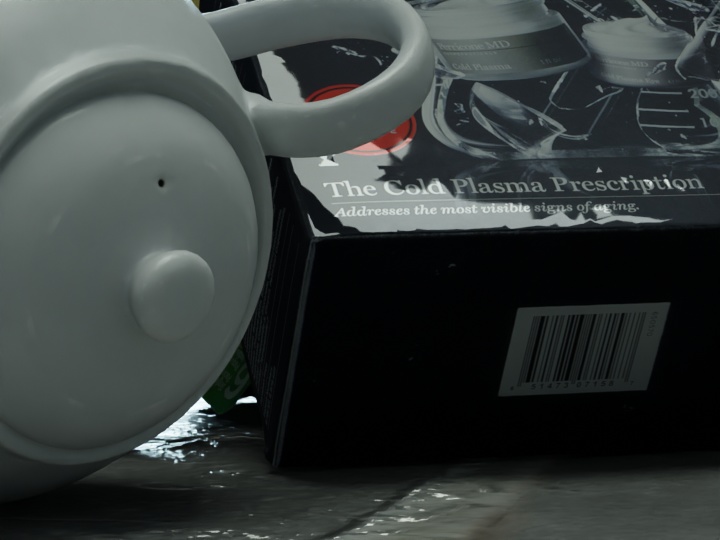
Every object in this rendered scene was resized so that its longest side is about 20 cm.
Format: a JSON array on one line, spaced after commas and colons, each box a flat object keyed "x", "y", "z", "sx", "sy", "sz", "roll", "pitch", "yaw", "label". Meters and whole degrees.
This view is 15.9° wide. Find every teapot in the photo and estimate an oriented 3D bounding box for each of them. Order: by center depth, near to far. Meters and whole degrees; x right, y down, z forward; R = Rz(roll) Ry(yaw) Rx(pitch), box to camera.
[{"x": -0.093, "y": -0.014, "z": 0.755, "sx": 0.146, "sy": 0.201, "sz": 0.197, "roll": 19, "pitch": 1, "yaw": 42, "label": "teapot"}]

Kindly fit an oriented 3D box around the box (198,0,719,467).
[{"x": 0.051, "y": -0.032, "z": 0.921, "sx": 0.199, "sy": 0.104, "sz": 0.182, "roll": -2, "pitch": 39, "yaw": -16, "label": "box"}]

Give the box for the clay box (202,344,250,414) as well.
[{"x": -0.038, "y": -0.047, "z": 1.062, "sx": 0.048, "sy": 0.200, "sz": 0.115, "roll": 28, "pitch": 1, "yaw": -20, "label": "clay box"}]

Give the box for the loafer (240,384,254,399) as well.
[{"x": 0.000, "y": 0.000, "z": 1.093, "sx": 0.200, "sy": 0.068, "sz": 0.070, "roll": -37, "pitch": 2, "yaw": 37, "label": "loafer"}]

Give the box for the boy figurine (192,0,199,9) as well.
[{"x": -0.117, "y": -0.042, "z": 1.054, "sx": 0.064, "sy": 0.200, "sz": 0.124, "roll": -4, "pitch": 38, "yaw": -46, "label": "boy figurine"}]
